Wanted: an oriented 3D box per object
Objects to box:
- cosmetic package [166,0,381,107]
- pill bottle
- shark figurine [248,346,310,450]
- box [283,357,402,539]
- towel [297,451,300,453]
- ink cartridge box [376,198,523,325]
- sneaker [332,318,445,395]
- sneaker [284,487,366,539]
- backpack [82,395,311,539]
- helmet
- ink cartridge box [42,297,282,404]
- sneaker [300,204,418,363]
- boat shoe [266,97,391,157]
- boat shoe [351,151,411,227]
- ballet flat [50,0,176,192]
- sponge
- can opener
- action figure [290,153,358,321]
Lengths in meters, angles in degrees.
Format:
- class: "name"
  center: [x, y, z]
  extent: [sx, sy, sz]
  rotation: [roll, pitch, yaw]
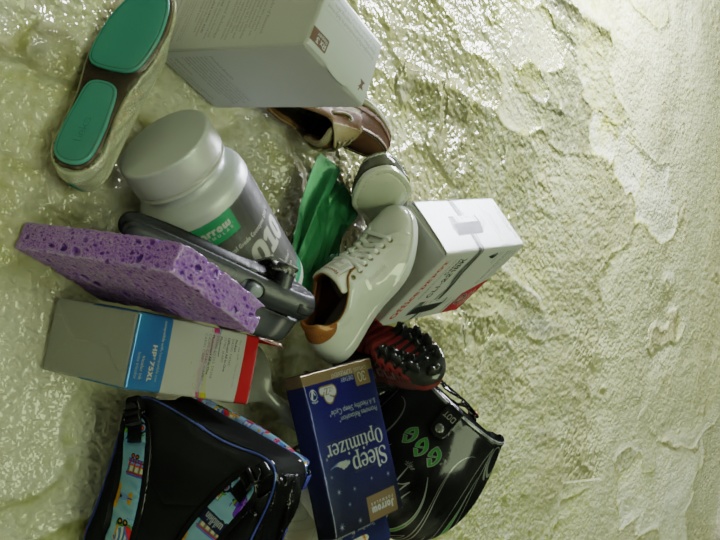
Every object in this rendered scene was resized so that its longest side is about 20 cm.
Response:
- class: "cosmetic package"
  center: [-0.088, -0.210, 0.960]
  extent: [0.102, 0.197, 0.075]
  rotation: [40, 63, -49]
- class: "pill bottle"
  center: [-0.142, -0.046, 0.980]
  extent: [0.114, 0.112, 0.201]
  rotation: [-58, 136, -32]
- class: "shark figurine"
  center: [-0.071, 0.169, 1.124]
  extent: [0.089, 0.129, 0.214]
  rotation: [-42, 155, 15]
- class: "box"
  center: [-0.013, 0.203, 1.080]
  extent: [0.120, 0.032, 0.204]
  rotation: [-8, 86, -52]
- class: "towel"
  center: [-0.130, 0.256, 1.117]
  extent: [0.199, 0.021, 0.149]
  rotation: [33, 67, -50]
- class: "ink cartridge box"
  center: [0.094, -0.014, 1.281]
  extent: [0.198, 0.144, 0.084]
  rotation: [-7, 57, -53]
- class: "sneaker"
  center: [0.029, 0.109, 1.171]
  extent: [0.070, 0.199, 0.100]
  rotation: [-25, 116, -33]
- class: "sneaker"
  center: [-0.060, 0.286, 1.154]
  extent: [0.091, 0.076, 0.201]
  rotation: [-33, 148, -1]
- class: "backpack"
  center: [-0.159, 0.238, 0.947]
  extent: [0.203, 0.180, 0.134]
  rotation: [-68, 160, 1]
- class: "helmet"
  center: [0.063, 0.233, 1.234]
  extent: [0.191, 0.200, 0.199]
  rotation: [-49, 141, 5]
- class: "ink cartridge box"
  center: [-0.177, 0.079, 0.944]
  extent: [0.199, 0.115, 0.069]
  rotation: [19, 80, -53]
- class: "sneaker"
  center: [0.000, 0.000, 1.126]
  extent: [0.202, 0.072, 0.085]
  rotation: [-62, 143, -19]
- class: "boat shoe"
  center: [-0.043, -0.168, 1.134]
  extent: [0.199, 0.075, 0.075]
  rotation: [28, 58, -43]
- class: "boat shoe"
  center: [0.025, -0.099, 1.204]
  extent: [0.202, 0.071, 0.061]
  rotation: [70, 12, -73]
- class: "ballet flat"
  center: [-0.221, -0.163, 0.915]
  extent: [0.063, 0.066, 0.203]
  rotation: [81, 31, -68]
- class: "sponge"
  center: [-0.186, 0.004, 0.850]
  extent: [0.111, 0.197, 0.030]
  rotation: [43, 63, -49]
- class: "can opener"
  center: [-0.126, 0.001, 0.905]
  extent: [0.198, 0.063, 0.080]
  rotation: [29, 89, -32]
- class: "action figure"
  center: [-0.064, -0.015, 1.144]
  extent: [0.118, 0.054, 0.203]
  rotation: [51, 50, -47]
